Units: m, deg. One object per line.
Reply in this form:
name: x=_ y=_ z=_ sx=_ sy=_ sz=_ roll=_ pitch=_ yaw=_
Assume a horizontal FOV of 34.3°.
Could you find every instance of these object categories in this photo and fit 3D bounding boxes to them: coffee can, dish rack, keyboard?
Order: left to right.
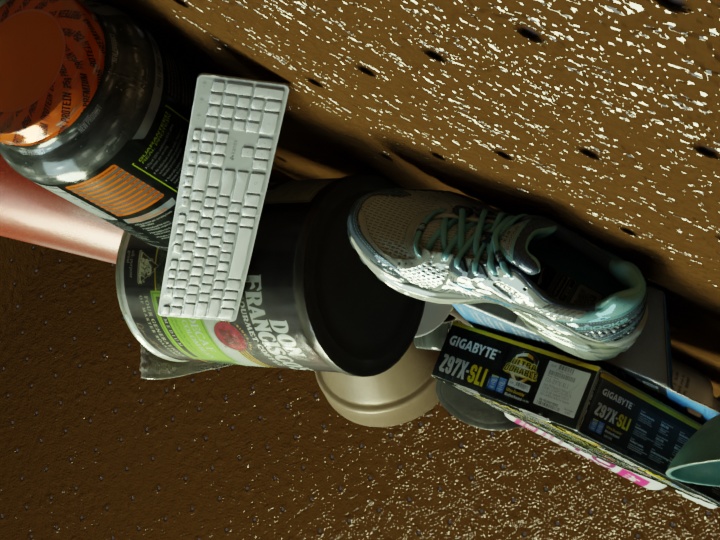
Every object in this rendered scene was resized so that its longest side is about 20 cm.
keyboard: x=-0.092 y=-0.041 z=0.761 sx=0.056 sy=0.201 sz=0.011 roll=9 pitch=-140 yaw=-10
coffee can: x=-0.069 y=0.003 z=0.902 sx=0.199 sy=0.147 sz=0.146 roll=0 pitch=159 yaw=39
dish rack: x=0.155 y=0.076 z=1.265 sx=0.199 sy=0.055 sz=0.153 roll=8 pitch=178 yaw=-3

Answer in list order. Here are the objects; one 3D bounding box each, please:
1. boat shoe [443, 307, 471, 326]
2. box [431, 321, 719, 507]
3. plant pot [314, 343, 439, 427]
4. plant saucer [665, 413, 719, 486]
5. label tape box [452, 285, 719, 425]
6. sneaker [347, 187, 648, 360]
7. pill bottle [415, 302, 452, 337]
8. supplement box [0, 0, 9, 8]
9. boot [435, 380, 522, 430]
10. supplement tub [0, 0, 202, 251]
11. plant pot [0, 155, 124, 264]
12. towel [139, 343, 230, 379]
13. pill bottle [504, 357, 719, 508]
boat shoe: x=0.088 y=0.027 z=1.150 sx=0.199 sy=0.060 sz=0.072 roll=24 pitch=176 yaw=30
box: x=0.172 y=0.107 z=0.849 sx=0.200 sy=0.050 sz=0.159 roll=28 pitch=171 yaw=-33
plant pot: x=0.018 y=0.077 z=1.519 sx=0.200 sy=0.200 sz=0.175 roll=24 pitch=156 yaw=33
plant saucer: x=0.285 y=0.106 z=0.698 sx=0.199 sy=0.036 sz=0.200 roll=2 pitch=164 yaw=1
label tape box: x=0.174 y=0.044 z=0.824 sx=0.199 sy=0.064 sz=0.144 roll=22 pitch=174 yaw=19
sneaker: x=0.087 y=-0.015 z=0.723 sx=0.199 sy=0.078 sz=0.086 roll=19 pitch=162 yaw=9
pill bottle: x=0.000 y=0.000 z=1.036 sx=0.111 sy=0.111 sz=0.200 roll=29 pitch=175 yaw=-29
supplement box: x=-0.282 y=-0.189 z=0.728 sx=0.126 sy=0.074 sz=0.200 roll=28 pitch=176 yaw=11
boot: x=0.201 y=0.131 z=1.316 sx=0.187 sy=0.069 sz=0.200 roll=-4 pitch=-179 yaw=23
supplement tub: x=-0.158 y=-0.096 z=0.775 sx=0.122 sy=0.123 sz=0.200 roll=24 pitch=174 yaw=31
plant pot: x=-0.266 y=-0.105 z=0.986 sx=0.194 sy=0.202 sz=0.201 roll=19 pitch=177 yaw=-11
towel: x=-0.136 y=0.022 z=1.039 sx=0.034 sy=0.133 sz=0.200 roll=0 pitch=-179 yaw=24
pill bottle: x=0.237 y=0.122 z=1.025 sx=0.199 sy=0.114 sz=0.113 roll=26 pitch=176 yaw=6
